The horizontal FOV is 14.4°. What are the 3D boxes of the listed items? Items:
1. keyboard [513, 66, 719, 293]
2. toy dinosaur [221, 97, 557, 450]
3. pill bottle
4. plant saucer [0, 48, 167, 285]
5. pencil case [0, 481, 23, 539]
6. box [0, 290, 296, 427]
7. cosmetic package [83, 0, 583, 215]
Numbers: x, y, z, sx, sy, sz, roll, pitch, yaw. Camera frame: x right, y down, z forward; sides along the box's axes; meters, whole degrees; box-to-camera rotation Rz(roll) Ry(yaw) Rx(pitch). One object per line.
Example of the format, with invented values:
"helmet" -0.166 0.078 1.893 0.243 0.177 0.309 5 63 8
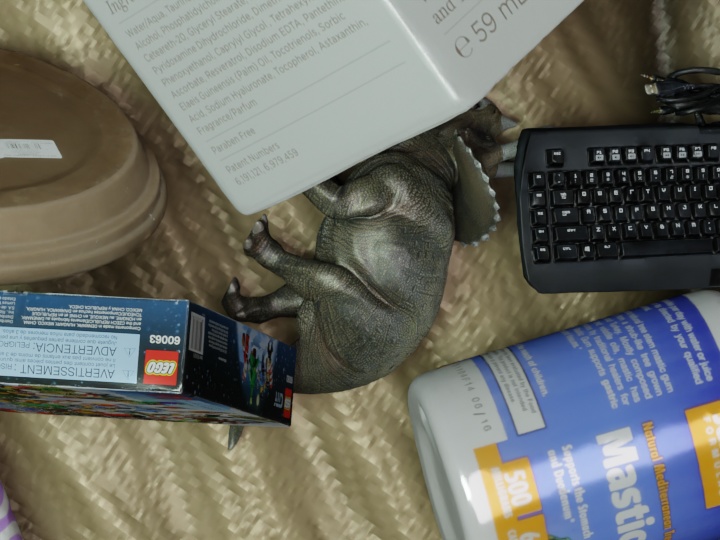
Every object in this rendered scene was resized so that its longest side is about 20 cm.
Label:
"keyboard" 0.164 -0.046 1.289 0.199 0.040 0.104 -4 82 -23
"toy dinosaur" 0.000 0.000 1.280 0.102 0.077 0.200 28 88 3
"pill bottle" 0.131 0.073 1.290 0.199 0.112 0.112 -16 99 -6
"plant saucer" -0.177 -0.052 1.185 0.199 0.200 0.030 7 116 -9
"pencil case" -0.208 0.081 1.252 0.085 0.084 0.200 -28 100 -25
"box" -0.114 0.038 1.186 0.136 0.200 0.038 2 83 11
"cosmetic package" -0.015 -0.163 1.181 0.200 0.166 0.167 53 53 -10
